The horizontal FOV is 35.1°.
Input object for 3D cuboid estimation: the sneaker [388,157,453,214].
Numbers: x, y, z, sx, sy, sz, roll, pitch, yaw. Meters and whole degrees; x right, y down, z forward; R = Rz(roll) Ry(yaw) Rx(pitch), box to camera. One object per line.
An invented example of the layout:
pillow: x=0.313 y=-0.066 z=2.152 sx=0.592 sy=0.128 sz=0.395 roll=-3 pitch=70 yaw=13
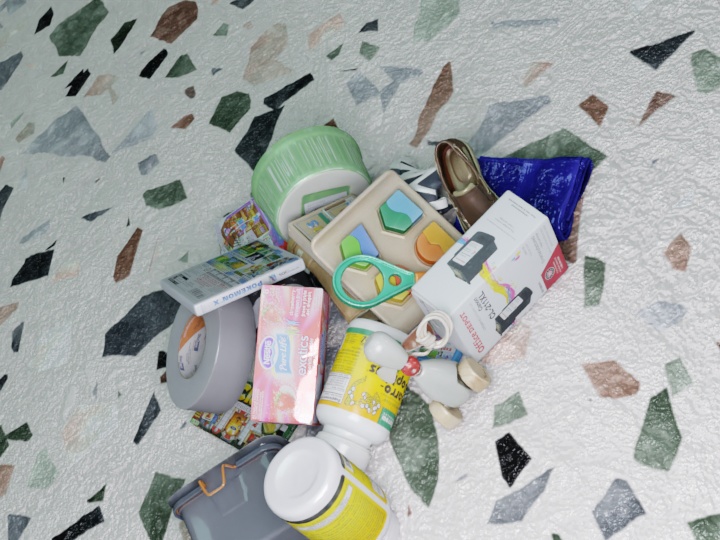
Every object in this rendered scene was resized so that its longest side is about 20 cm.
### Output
sneaker: x=0.110 y=-0.135 z=1.827 sx=0.129 sy=0.080 sz=0.199 roll=-11 pitch=19 yaw=16

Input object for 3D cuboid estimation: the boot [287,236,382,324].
boot: x=0.000 y=0.000 z=1.813 sx=0.175 sy=0.066 sz=0.200 roll=-23 pitch=49 yaw=-28

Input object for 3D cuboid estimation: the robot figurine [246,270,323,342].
robot figurine: x=-0.124 y=0.061 z=1.833 sx=0.200 sy=0.149 sz=0.125 roll=60 pitch=141 yaw=46

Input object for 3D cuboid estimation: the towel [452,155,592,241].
towel: x=0.245 y=-0.117 z=1.748 sx=0.199 sy=0.050 sz=0.148 roll=3 pitch=59 yaw=38

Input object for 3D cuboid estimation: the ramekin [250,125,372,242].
ramekin: x=-0.074 y=-0.132 z=1.897 sx=0.200 sy=0.200 sz=0.098 roll=-36 pitch=51 yaw=8

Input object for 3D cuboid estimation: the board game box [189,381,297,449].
board game box: x=-0.181 y=0.233 z=1.812 sx=0.199 sy=0.023 sz=0.105 roll=18 pitch=67 yaw=44

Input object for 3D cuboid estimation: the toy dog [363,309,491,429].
toy dog: x=0.089 y=0.127 z=1.573 sx=0.132 sy=0.200 sz=0.096 roll=-33 pitch=30 yaw=4

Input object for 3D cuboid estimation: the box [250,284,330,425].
box: x=-0.102 y=0.127 z=1.684 sx=0.094 sy=0.103 sz=0.201 roll=4 pitch=83 yaw=5

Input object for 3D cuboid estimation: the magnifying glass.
magnifying glass: x=0.058 y=0.015 z=1.657 sx=0.199 sy=0.022 sz=0.080 roll=-1 pitch=70 yaw=-5

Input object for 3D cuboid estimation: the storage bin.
storage bin: x=-0.162 y=0.350 z=1.631 sx=0.200 sy=0.146 sz=0.135 roll=-34 pitch=53 yaw=10

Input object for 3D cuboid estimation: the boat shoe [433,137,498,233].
boat shoe: x=0.163 y=-0.108 z=1.706 sx=0.075 sy=0.075 sz=0.203 roll=-34 pitch=71 yaw=19

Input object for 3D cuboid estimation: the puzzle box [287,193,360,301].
puzzle box: x=-0.006 y=-0.037 z=1.784 sx=0.133 sy=0.026 sz=0.200 roll=-28 pitch=52 yaw=-28

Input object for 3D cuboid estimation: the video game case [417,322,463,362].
video game case: x=0.127 y=0.050 z=1.729 sx=0.143 sy=0.018 sz=0.201 roll=11 pitch=65 yaw=41

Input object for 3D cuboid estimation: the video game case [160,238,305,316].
video game case: x=-0.202 y=0.007 z=1.764 sx=0.182 sy=0.022 sz=0.200 roll=-24 pitch=19 yaw=-19

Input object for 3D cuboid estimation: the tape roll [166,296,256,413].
tape roll: x=-0.240 y=0.125 z=1.813 sx=0.200 sy=0.066 sz=0.201 roll=-28 pitch=56 yaw=51

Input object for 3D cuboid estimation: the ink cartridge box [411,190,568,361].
ink cartridge box: x=0.185 y=0.012 z=1.607 sx=0.200 sy=0.146 sz=0.083 roll=-45 pitch=53 yaw=-7

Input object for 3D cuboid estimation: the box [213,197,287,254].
box: x=-0.180 y=-0.047 z=2.018 sx=0.137 sy=0.039 sz=0.200 roll=-34 pitch=43 yaw=11

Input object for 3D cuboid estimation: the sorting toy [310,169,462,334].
sorting toy: x=0.054 y=-0.030 z=1.698 sx=0.200 sy=0.036 sz=0.185 roll=45 pitch=73 yaw=7

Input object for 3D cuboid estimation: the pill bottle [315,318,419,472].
pill bottle: x=0.003 y=0.181 z=1.641 sx=0.112 sy=0.113 sz=0.201 roll=9 pitch=71 yaw=41

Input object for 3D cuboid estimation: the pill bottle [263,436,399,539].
pill bottle: x=-0.031 y=0.311 z=1.506 sx=0.112 sy=0.200 sz=0.113 roll=-20 pitch=47 yaw=23
